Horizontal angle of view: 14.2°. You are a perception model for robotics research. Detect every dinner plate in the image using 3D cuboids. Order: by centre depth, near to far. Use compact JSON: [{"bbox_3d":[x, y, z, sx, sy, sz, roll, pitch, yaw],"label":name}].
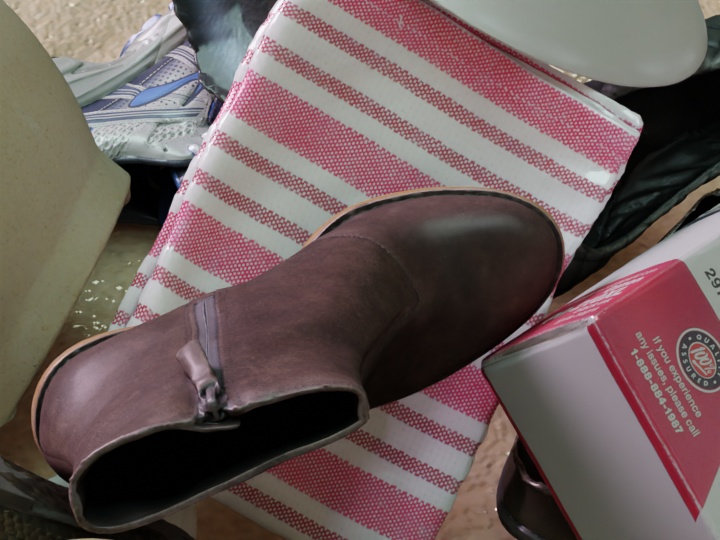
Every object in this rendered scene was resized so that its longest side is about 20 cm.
[{"bbox_3d":[0.055,-0.144,1.118,0.200,0.024,0.200,24,30,-15],"label":"dinner plate"}]

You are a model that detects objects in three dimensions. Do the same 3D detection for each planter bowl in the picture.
[{"bbox_3d":[-0.171,-0.016,1.087,0.134,0.200,0.201,29,42,-11],"label":"planter bowl"}]

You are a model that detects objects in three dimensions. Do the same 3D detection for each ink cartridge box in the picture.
[{"bbox_3d":[0.166,0.042,1.047,0.200,0.084,0.145,-31,92,-31],"label":"ink cartridge box"}]

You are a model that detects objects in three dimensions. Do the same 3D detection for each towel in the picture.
[{"bbox_3d":[0.000,0.000,1.050,0.146,0.201,0.030,28,-3,-11],"label":"towel"}]

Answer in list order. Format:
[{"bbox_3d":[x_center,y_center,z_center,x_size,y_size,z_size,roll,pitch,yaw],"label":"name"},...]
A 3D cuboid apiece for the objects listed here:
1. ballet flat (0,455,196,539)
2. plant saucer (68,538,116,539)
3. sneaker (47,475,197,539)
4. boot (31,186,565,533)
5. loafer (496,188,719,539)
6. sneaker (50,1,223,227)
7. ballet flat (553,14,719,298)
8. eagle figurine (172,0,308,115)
[{"bbox_3d":[-0.093,0.105,0.977,0.046,0.200,0.067,-52,40,7],"label":"ballet flat"},{"bbox_3d":[-0.126,0.155,0.832,0.199,0.031,0.200,-24,26,13],"label":"plant saucer"},{"bbox_3d":[-0.135,0.108,1.003,0.075,0.089,0.200,24,45,35],"label":"sneaker"},{"bbox_3d":[-0.010,0.033,0.952,0.199,0.073,0.166,-19,12,-7],"label":"boot"},{"bbox_3d":[0.109,0.032,1.112,0.073,0.071,0.200,18,44,17],"label":"loafer"},{"bbox_3d":[-0.075,-0.057,1.215,0.199,0.077,0.085,-27,60,-21],"label":"sneaker"},{"bbox_3d":[0.109,-0.049,1.125,0.200,0.067,0.057,-37,16,-29],"label":"ballet flat"},{"bbox_3d":[0.003,-0.107,1.175,0.150,0.152,0.200,-21,53,-2],"label":"eagle figurine"}]
